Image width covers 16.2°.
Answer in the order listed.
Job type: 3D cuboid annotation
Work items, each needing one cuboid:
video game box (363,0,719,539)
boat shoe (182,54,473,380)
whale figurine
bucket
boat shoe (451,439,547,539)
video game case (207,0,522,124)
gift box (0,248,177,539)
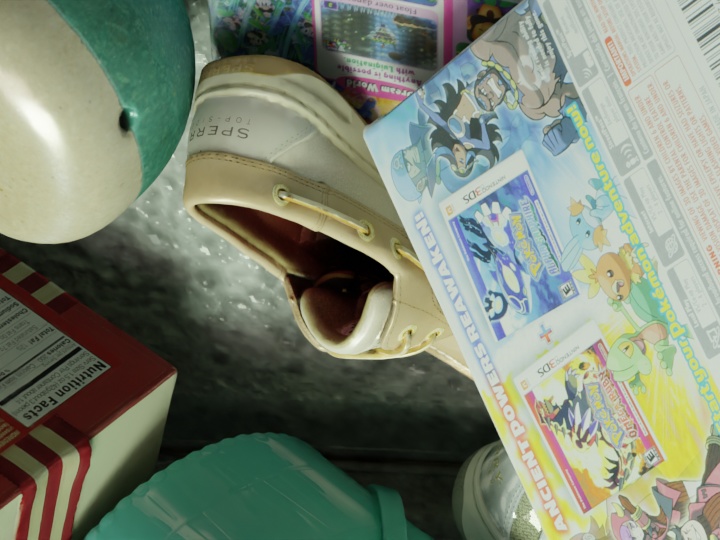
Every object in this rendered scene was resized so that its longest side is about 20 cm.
[{"bbox_3d":[0.102,-0.002,0.822,0.182,0.047,0.200,-35,74,45],"label":"video game box"},{"bbox_3d":[0.000,0.000,0.952,0.074,0.069,0.200,-7,144,43],"label":"boat shoe"},{"bbox_3d":[-0.143,-0.094,0.941,0.200,0.104,0.159,25,148,39],"label":"whale figurine"},{"bbox_3d":[-0.037,0.177,1.060,0.135,0.207,0.207,41,150,32],"label":"bucket"},{"bbox_3d":[0.131,0.136,1.057,0.202,0.074,0.065,41,141,-8],"label":"boat shoe"},{"bbox_3d":[0.040,-0.103,0.880,0.200,0.024,0.182,12,139,12],"label":"video game case"},{"bbox_3d":[-0.204,0.092,1.075,0.200,0.184,0.187,36,135,23],"label":"gift box"}]
